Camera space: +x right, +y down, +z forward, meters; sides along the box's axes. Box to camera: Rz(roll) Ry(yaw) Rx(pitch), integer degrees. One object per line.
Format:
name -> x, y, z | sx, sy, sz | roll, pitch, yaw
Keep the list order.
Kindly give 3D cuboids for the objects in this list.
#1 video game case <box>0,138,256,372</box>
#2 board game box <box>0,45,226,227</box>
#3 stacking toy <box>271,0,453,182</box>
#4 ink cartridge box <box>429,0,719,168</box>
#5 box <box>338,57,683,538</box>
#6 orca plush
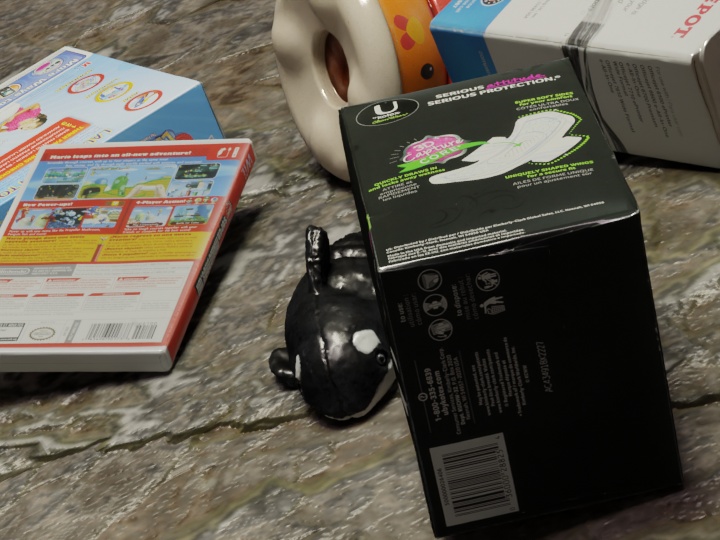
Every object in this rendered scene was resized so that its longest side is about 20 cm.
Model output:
video game case -> -0.154, -0.011, 1.676 | 0.143, 0.017, 0.200 | -1, 40, 18
board game box -> -0.221, -0.068, 1.868 | 0.200, 0.056, 0.196 | -33, 27, -22
stacking toy -> 0.058, -0.144, 1.738 | 0.200, 0.146, 0.146 | -16, 20, -25
ink cartridge box -> 0.166, -0.143, 1.634 | 0.200, 0.084, 0.145 | 13, 47, 43
box -> 0.069, 0.008, 1.348 | 0.124, 0.149, 0.200 | -12, 26, 0
orca plush -> 0.000, 0.000, 1.528 | 0.105, 0.071, 0.200 | -7, 29, 30
